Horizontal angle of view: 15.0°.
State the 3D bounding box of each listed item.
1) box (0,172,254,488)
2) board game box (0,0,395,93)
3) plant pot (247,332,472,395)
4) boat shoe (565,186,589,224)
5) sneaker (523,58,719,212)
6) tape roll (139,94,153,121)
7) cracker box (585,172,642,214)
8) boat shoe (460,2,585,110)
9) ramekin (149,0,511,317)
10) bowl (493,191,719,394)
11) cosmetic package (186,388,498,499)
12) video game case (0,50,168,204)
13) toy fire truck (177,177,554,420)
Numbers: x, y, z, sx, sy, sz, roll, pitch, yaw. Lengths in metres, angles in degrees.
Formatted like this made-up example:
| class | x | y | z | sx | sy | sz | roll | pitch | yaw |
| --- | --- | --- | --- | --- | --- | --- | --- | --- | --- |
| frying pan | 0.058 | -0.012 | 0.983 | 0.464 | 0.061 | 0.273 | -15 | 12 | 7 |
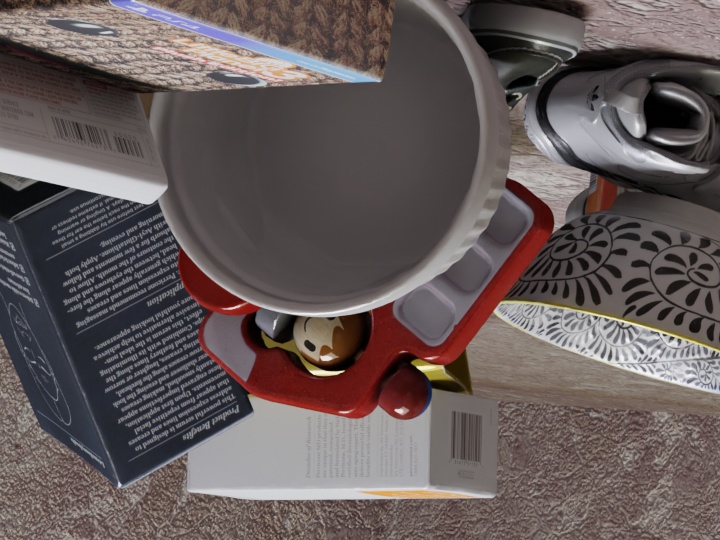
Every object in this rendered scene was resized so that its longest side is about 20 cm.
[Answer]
| class | x | y | z | sx | sy | sz | roll | pitch | yaw |
| --- | --- | --- | --- | --- | --- | --- | --- | --- | --- |
| box | -0.174 | 0.017 | 1.779 | 0.107 | 0.201 | 0.148 | -28 | -156 | -19 |
| board game box | -0.103 | -0.155 | 1.363 | 0.159 | 0.097 | 0.200 | 14 | 171 | -40 |
| plant pot | -0.031 | -0.002 | 1.919 | 0.176 | 0.201 | 0.200 | -10 | 171 | 7 |
| boat shoe | 0.248 | -0.039 | 2.057 | 0.199 | 0.072 | 0.071 | 1 | 169 | -33 |
| sneaker | 0.208 | -0.079 | 1.685 | 0.199 | 0.075 | 0.115 | 16 | 174 | -24 |
| tape roll | -0.129 | -0.135 | 1.681 | 0.202 | 0.071 | 0.202 | 8 | 173 | 1 |
| cracker box | 0.254 | -0.018 | 1.881 | 0.199 | 0.134 | 0.058 | 10 | 173 | -5 |
| boat shoe | 0.075 | -0.117 | 1.617 | 0.068 | 0.057 | 0.200 | 11 | 173 | -19 |
| ramekin | -0.009 | -0.073 | 1.534 | 0.199 | 0.201 | 0.105 | 6 | 180 | 19 |
| bowl | 0.190 | 0.009 | 1.722 | 0.200 | 0.095 | 0.201 | 17 | 171 | 3 |
| cosmetic package | -0.013 | 0.124 | 1.921 | 0.199 | 0.072 | 0.101 | -3 | 171 | 32 |
| video game case | -0.204 | -0.127 | 1.437 | 0.200 | 0.182 | 0.023 | 12 | 137 | -43 |
| toy fire truck | 0.000 | 0.000 | 1.639 | 0.168 | 0.200 | 0.112 | 40 | -173 | 25 |
